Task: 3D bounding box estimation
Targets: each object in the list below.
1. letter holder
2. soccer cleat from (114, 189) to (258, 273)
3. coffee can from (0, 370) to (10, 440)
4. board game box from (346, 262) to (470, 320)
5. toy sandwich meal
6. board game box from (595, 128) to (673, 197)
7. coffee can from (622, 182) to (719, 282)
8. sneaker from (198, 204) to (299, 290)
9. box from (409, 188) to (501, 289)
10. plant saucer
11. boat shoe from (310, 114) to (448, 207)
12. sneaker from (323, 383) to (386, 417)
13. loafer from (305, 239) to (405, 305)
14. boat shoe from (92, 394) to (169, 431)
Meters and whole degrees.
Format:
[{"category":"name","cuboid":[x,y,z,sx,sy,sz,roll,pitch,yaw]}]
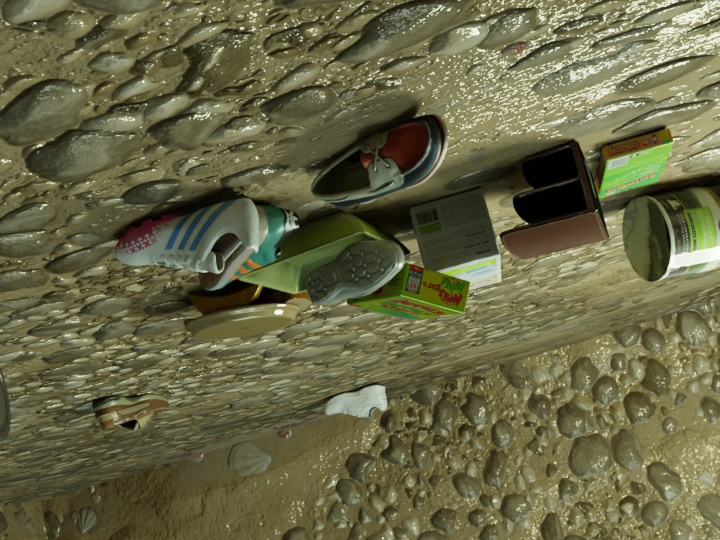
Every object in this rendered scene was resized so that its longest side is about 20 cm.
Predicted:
[{"category":"letter holder","cuboid":[0.263,-0.091,1.585,0.141,0.101,0.200,-16,167,14]},{"category":"soccer cleat","cuboid":[-0.211,-0.028,1.351,0.199,0.087,0.070,-20,166,22]},{"category":"coffee can","cuboid":[-0.640,0.202,1.661,0.199,0.147,0.146,-13,167,-4]},{"category":"board game box","cuboid":[0.065,0.033,1.616,0.101,0.048,0.200,17,169,-20]},{"category":"toy sandwich meal","cuboid":[-0.183,0.056,1.778,0.204,0.071,0.205,-10,168,-2]},{"category":"board game box","cuboid":[0.394,-0.152,1.632,0.095,0.030,0.200,-15,164,5]},{"category":"coffee can","cuboid":[0.565,-0.068,1.893,0.199,0.147,0.146,-10,166,-17]},{"category":"sneaker","cuboid":[-0.147,-0.025,1.464,0.079,0.072,0.200,0,159,-33]},{"category":"box","cuboid":[0.145,-0.036,1.669,0.112,0.102,0.200,-15,167,4]},{"category":"plant saucer","cuboid":[-0.054,-0.029,1.602,0.199,0.048,0.200,-20,166,18]},{"category":"boat shoe","cuboid":[0.021,-0.122,1.273,0.062,0.072,0.200,0,165,-38]},{"category":"sneaker","cuboid":[-0.014,0.390,3.245,0.199,0.088,0.074,-19,168,21]},{"category":"loafer","cuboid":[0.000,0.000,1.541,0.069,0.070,0.200,-11,174,-38]},{"category":"boat shoe","cuboid":[-0.500,0.315,2.447,0.075,0.074,0.199,-24,164,34]}]
